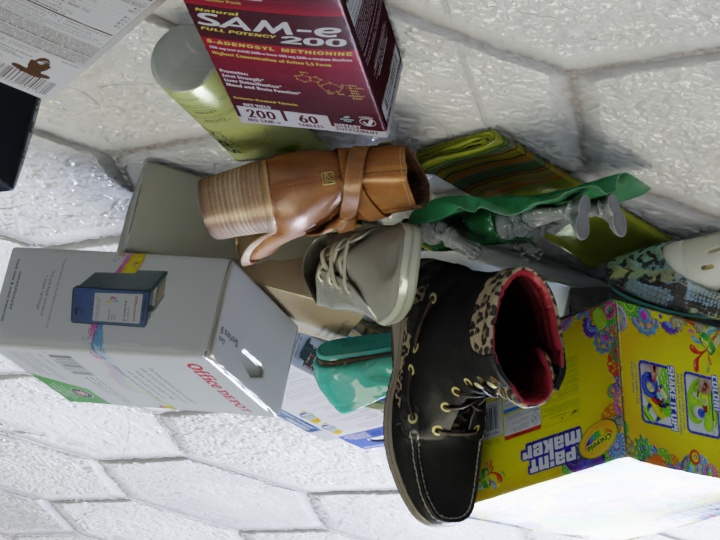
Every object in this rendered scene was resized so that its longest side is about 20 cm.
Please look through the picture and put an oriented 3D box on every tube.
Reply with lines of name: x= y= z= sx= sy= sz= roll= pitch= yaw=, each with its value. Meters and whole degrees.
tube: x=-0.086 y=-0.113 z=1.541 sx=0.058 sy=0.052 sz=0.200 roll=40 pitch=178 yaw=24

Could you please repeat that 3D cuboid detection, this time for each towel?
towel: x=0.138 y=-0.050 z=1.619 sx=0.200 sy=0.018 sz=0.086 roll=28 pitch=154 yaw=-35

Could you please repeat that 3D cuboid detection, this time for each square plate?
square plate: x=0.106 y=0.022 z=1.799 sx=0.199 sy=0.029 sz=0.198 roll=15 pitch=158 yaw=-9

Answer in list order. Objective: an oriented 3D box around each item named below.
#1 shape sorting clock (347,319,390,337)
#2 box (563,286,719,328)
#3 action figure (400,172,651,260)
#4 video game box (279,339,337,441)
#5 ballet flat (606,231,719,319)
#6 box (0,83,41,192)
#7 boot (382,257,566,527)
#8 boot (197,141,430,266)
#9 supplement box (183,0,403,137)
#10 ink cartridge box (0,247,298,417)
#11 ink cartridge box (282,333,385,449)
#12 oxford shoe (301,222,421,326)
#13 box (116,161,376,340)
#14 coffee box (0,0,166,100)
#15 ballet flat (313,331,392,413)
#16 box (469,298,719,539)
shape sorting clock: x=0.075 y=0.085 z=1.876 sx=0.199 sy=0.039 sz=0.200 roll=22 pitch=-172 yaw=-3
box: x=0.240 y=0.067 z=1.760 sx=0.158 sy=0.049 sz=0.200 roll=-2 pitch=159 yaw=-1
action figure: x=0.099 y=-0.033 z=1.575 sx=0.118 sy=0.055 sz=0.200 roll=-2 pitch=177 yaw=-42
video game box: x=-0.053 y=0.088 z=2.003 sx=0.200 sy=0.047 sz=0.182 roll=30 pitch=151 yaw=-26
ballet flat: x=0.285 y=0.005 z=1.629 sx=0.199 sy=0.075 sz=0.074 roll=13 pitch=159 yaw=-12
box: x=-0.347 y=-0.137 z=1.541 sx=0.148 sy=0.105 sz=0.200 roll=-5 pitch=152 yaw=36
boot: x=0.083 y=0.088 z=1.567 sx=0.073 sy=0.201 sz=0.150 roll=3 pitch=176 yaw=-28
boot: x=-0.026 y=-0.058 z=1.605 sx=0.155 sy=0.077 sz=0.200 roll=-10 pitch=171 yaw=7
supplement box: x=-0.043 y=-0.160 z=1.384 sx=0.108 sy=0.061 sz=0.200 roll=7 pitch=157 yaw=14
ink cartridge box: x=-0.169 y=0.051 z=1.720 sx=0.199 sy=0.088 sz=0.145 roll=4 pitch=159 yaw=25
ink cartridge box: x=-0.044 y=0.097 z=1.908 sx=0.200 sy=0.042 sz=0.119 roll=31 pitch=156 yaw=-20
oxford shoe: x=0.000 y=0.000 z=1.611 sx=0.058 sy=0.076 sz=0.200 roll=12 pitch=176 yaw=-16
box: x=-0.092 y=-0.013 z=1.747 sx=0.199 sy=0.078 sz=0.095 roll=15 pitch=159 yaw=-8
coffee box: x=-0.169 y=-0.193 z=1.297 sx=0.079 sy=0.115 sz=0.200 roll=22 pitch=155 yaw=-23
ballet flat: x=0.063 y=0.075 z=1.753 sx=0.199 sy=0.067 sz=0.071 roll=-13 pitch=111 yaw=6
box: x=0.195 y=0.121 z=1.662 sx=0.192 sy=0.123 sz=0.200 roll=14 pitch=155 yaw=-36
